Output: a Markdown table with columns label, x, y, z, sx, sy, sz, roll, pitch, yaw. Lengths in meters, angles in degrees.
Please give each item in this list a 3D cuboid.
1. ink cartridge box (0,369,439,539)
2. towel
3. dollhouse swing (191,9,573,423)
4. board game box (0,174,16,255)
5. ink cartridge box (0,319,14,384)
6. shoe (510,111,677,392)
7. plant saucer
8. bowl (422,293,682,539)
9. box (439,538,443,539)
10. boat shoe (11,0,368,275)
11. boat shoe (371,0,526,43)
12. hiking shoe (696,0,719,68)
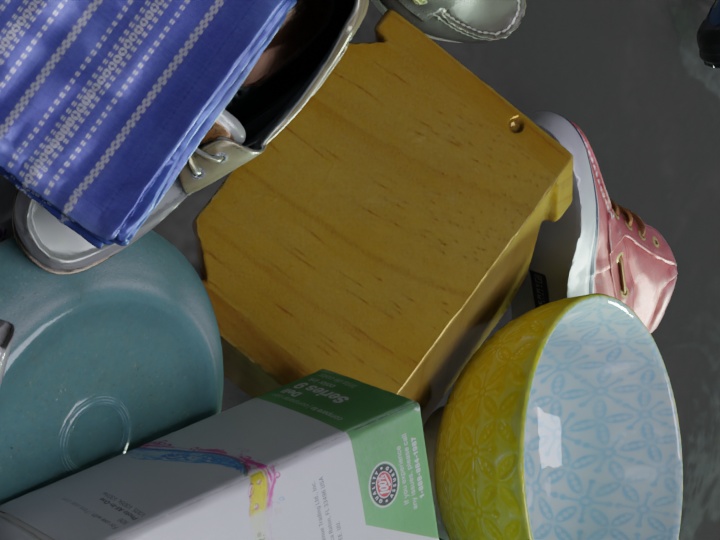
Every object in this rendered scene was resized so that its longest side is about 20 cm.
| label | x | y | z | sx | sy | sz | roll | pitch | yaw |
| --- | --- | --- | --- | --- | --- | --- | --- | --- | --- |
| ink cartridge box | -0.062 | 0.153 | 1.181 | 0.199 | 0.087 | 0.146 | -23 | 115 | -34 |
| towel | -0.143 | -0.121 | 1.053 | 0.200 | 0.024 | 0.145 | 37 | 90 | -13 |
| dollhouse swing | 0.000 | 0.000 | 1.361 | 0.181 | 0.176 | 0.200 | 38 | 74 | -4 |
| board game box | -0.184 | 0.003 | 1.163 | 0.153 | 0.040 | 0.201 | 16 | 94 | -48 |
| ink cartridge box | -0.243 | 0.101 | 1.059 | 0.145 | 0.084 | 0.201 | 16 | 95 | -5 |
| shoe | 0.135 | -0.023 | 1.471 | 0.091 | 0.071 | 0.201 | -36 | 134 | -33 |
| plant saucer | -0.136 | 0.075 | 1.179 | 0.199 | 0.036 | 0.201 | -19 | 119 | -38 |
| bowl | 0.096 | 0.114 | 1.409 | 0.200 | 0.107 | 0.202 | 8 | 80 | -57 |
| box | 0.067 | 0.246 | 1.521 | 0.118 | 0.048 | 0.200 | -52 | 133 | -20 |
| boat shoe | -0.079 | -0.075 | 1.117 | 0.200 | 0.068 | 0.075 | -45 | 107 | -6 |
| boat shoe | 0.033 | -0.173 | 1.305 | 0.201 | 0.060 | 0.072 | 35 | 80 | -47 |
| hiking shoe | 0.260 | -0.204 | 1.533 | 0.200 | 0.074 | 0.087 | -50 | 128 | -34 |
